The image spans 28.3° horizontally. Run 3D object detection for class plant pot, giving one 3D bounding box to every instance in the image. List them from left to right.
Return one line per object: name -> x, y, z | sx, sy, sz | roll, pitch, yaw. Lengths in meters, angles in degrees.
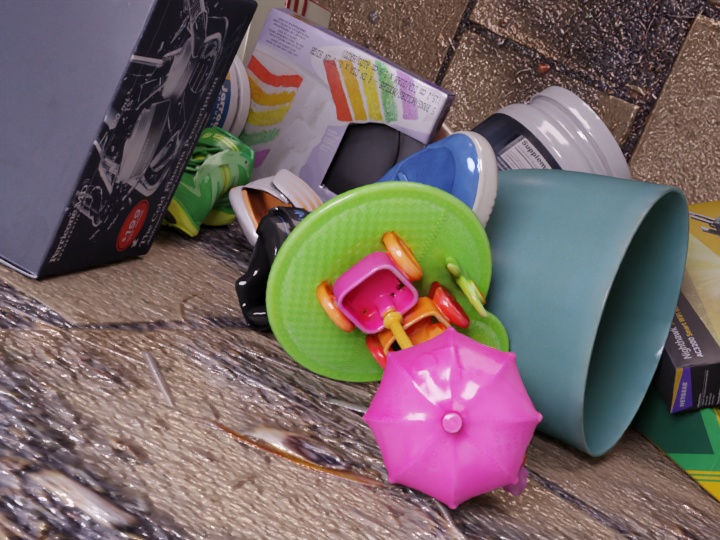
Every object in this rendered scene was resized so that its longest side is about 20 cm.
plant pot -> 0.130, 0.015, 1.052 | 0.160, 0.202, 0.200 | 18, 7, 25

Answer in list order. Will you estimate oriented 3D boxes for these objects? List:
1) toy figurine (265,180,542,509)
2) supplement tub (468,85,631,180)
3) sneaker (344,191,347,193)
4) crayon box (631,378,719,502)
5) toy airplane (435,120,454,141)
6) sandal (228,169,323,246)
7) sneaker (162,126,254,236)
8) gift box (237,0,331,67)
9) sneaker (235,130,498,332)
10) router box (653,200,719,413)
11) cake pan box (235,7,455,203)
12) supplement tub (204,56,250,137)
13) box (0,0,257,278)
toy figurine -> 0.049, 0.072, 0.853 | 0.200, 0.150, 0.184 | 47, 10, -36
supplement tub -> 0.124, -0.058, 1.264 | 0.141, 0.200, 0.140 | 52, -11, 14
sneaker -> 0.000, 0.000, 1.145 | 0.078, 0.077, 0.200 | 34, -5, 20
crayon box -> 0.346, 0.162, 1.172 | 0.199, 0.059, 0.173 | 20, 12, -28
toy airplane -> 0.038, -0.075, 1.479 | 0.200, 0.141, 0.200 | 26, -32, 56
sandal -> -0.059, -0.050, 1.191 | 0.079, 0.059, 0.207 | 62, 8, -6
sneaker -> -0.137, -0.079, 1.166 | 0.074, 0.084, 0.200 | 26, 11, 6
gift box -> -0.141, -0.207, 1.488 | 0.199, 0.188, 0.184 | 13, 1, 31
sneaker -> -0.004, -0.021, 0.935 | 0.111, 0.200, 0.077 | 9, 49, -40
router box -> 0.302, 0.022, 1.187 | 0.156, 0.052, 0.200 | -9, 40, -5
cake pan box -> -0.030, -0.123, 1.351 | 0.199, 0.185, 0.052 | 29, 14, 9
supplement tub -> -0.198, -0.163, 1.269 | 0.144, 0.145, 0.200 | 29, 12, 22
box -> -0.174, -0.111, 0.925 | 0.104, 0.201, 0.182 | 27, 11, 10
